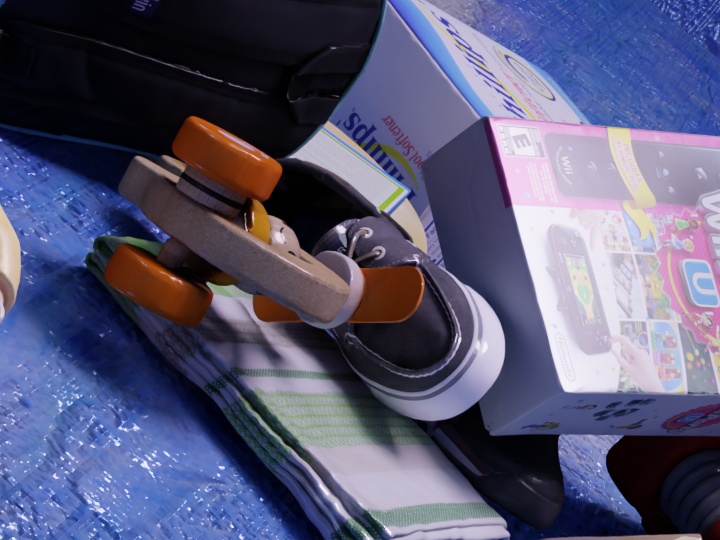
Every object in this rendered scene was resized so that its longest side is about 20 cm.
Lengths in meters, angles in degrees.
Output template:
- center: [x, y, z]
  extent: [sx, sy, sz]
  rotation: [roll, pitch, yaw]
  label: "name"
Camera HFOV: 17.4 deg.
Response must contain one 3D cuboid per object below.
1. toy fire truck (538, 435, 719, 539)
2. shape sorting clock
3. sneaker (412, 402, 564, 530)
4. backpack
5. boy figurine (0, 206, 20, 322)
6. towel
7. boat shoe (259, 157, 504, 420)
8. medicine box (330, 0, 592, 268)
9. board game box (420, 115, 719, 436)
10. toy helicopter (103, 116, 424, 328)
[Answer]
- center: [0.171, 0.134, 1.205]
  extent: [0.200, 0.129, 0.176]
  rotation: [38, 13, -44]
  label: "toy fire truck"
- center: [-0.050, -0.057, 1.303]
  extent: [0.200, 0.039, 0.200]
  rotation: [31, 19, -12]
  label: "shape sorting clock"
- center: [0.079, 0.037, 1.193]
  extent: [0.076, 0.116, 0.200]
  rotation: [34, 13, -29]
  label: "sneaker"
- center: [-0.093, -0.147, 1.171]
  extent: [0.200, 0.176, 0.153]
  rotation: [17, 27, -25]
  label: "backpack"
- center: [-0.183, -0.021, 0.881]
  extent: [0.124, 0.065, 0.200]
  rotation: [33, 16, -9]
  label: "boy figurine"
- center: [-0.029, 0.062, 1.084]
  extent: [0.200, 0.031, 0.149]
  rotation: [45, 15, 23]
  label: "towel"
- center: [0.000, 0.000, 1.126]
  extent: [0.066, 0.070, 0.200]
  rotation: [41, 8, -36]
  label: "boat shoe"
- center: [0.075, -0.071, 1.506]
  extent: [0.200, 0.103, 0.182]
  rotation: [25, 23, -45]
  label: "medicine box"
- center: [0.140, 0.005, 1.169]
  extent: [0.200, 0.064, 0.148]
  rotation: [3, 64, -36]
  label: "board game box"
- center: [-0.052, -0.017, 1.069]
  extent: [0.132, 0.079, 0.200]
  rotation: [27, 5, -19]
  label: "toy helicopter"
